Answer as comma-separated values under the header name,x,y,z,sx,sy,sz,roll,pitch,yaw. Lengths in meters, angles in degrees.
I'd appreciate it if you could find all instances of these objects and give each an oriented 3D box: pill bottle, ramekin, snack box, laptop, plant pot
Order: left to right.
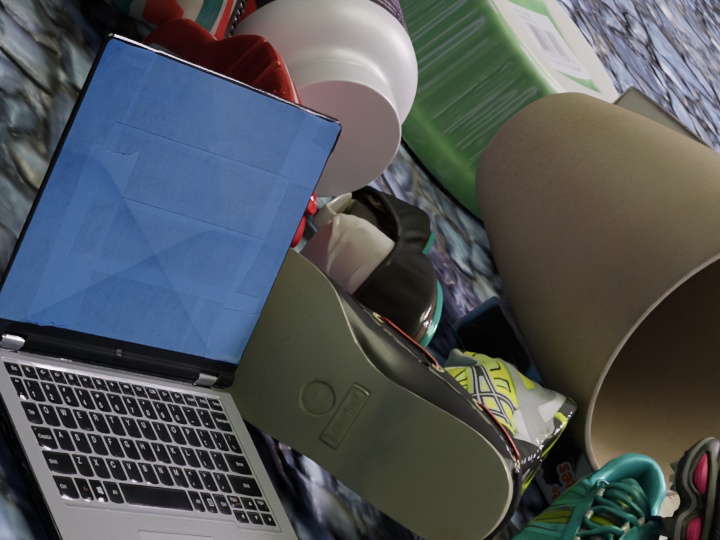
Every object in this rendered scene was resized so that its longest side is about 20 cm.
name,x,y,z,sx,sy,sz,roll,pitch,yaw
laptop,-0.055,0.035,1.035,0.187,0.116,0.200,16,44,-60
pill bottle,-0.032,-0.131,1.395,0.112,0.112,0.200,40,23,-35
ramekin,0.088,-0.130,1.697,0.200,0.098,0.200,45,20,-22
snack box,0.136,0.112,1.480,0.116,0.037,0.200,17,40,-57
plant pot,0.154,-0.009,1.445,0.187,0.187,0.200,30,17,-49

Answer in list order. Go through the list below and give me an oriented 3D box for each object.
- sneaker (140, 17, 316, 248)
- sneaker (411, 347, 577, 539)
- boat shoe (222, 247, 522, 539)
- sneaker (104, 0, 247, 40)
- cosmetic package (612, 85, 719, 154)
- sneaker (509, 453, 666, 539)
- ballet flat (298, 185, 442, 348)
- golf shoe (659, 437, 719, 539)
name,x,y,z,sx,sy,sz,roll,pitch,yaw
sneaker,-0.045,-0.051,1.224,0.116,0.078,0.200,47,1,-28
sneaker,0.048,0.093,1.284,0.076,0.075,0.200,33,15,7
boat shoe,-0.010,0.052,1.171,0.201,0.074,0.063,40,6,11
sneaker,-0.117,-0.182,1.350,0.093,0.070,0.200,14,22,-21
cosmetic package,0.193,-0.030,1.670,0.103,0.087,0.200,43,-4,18
sneaker,0.113,0.140,1.301,0.077,0.080,0.200,39,18,2
ballet flat,0.000,0.000,1.329,0.068,0.068,0.200,39,11,-10
golf shoe,0.194,0.185,1.292,0.077,0.088,0.200,-11,107,-65
